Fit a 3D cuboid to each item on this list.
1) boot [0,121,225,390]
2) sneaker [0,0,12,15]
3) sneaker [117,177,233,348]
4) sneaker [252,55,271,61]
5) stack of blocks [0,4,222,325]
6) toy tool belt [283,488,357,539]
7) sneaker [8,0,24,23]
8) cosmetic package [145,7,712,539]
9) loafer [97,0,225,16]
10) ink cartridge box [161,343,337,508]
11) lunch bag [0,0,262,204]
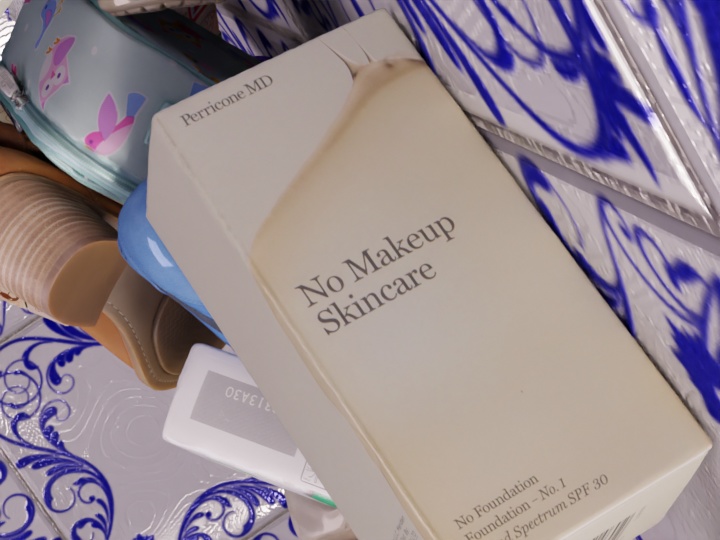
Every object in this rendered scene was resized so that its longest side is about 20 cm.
[{"bbox_3d":[-0.142,-0.024,0.892,0.154,0.074,0.200,36,178,26],"label":"boot"},{"bbox_3d":[-0.148,-0.187,0.791,0.111,0.076,0.202,46,-131,-85],"label":"sneaker"},{"bbox_3d":[-0.007,0.016,0.778,0.199,0.066,0.078,28,151,-16],"label":"sneaker"},{"bbox_3d":[-0.085,-0.077,1.051,0.200,0.099,0.070,118,160,-85],"label":"sneaker"},{"bbox_3d":[-0.154,-0.083,1.119,0.058,0.201,0.116,20,148,17],"label":"stack of blocks"},{"bbox_3d":[0.020,0.109,1.087,0.125,0.122,0.202,-38,61,49],"label":"toy tool belt"},{"bbox_3d":[-0.162,-0.169,0.920,0.078,0.086,0.201,-75,-19,-60],"label":"sneaker"},{"bbox_3d":[0.018,0.018,0.664,0.201,0.103,0.073,54,158,19],"label":"cosmetic package"},{"bbox_3d":[-0.083,-0.157,0.809,0.200,0.075,0.069,-120,25,-70],"label":"loafer"},{"bbox_3d":[0.024,0.094,0.831,0.160,0.050,0.200,17,169,22],"label":"ink cartridge box"},{"bbox_3d":[-0.069,-0.056,0.856,0.199,0.077,0.160,27,-169,-30],"label":"lunch bag"}]
